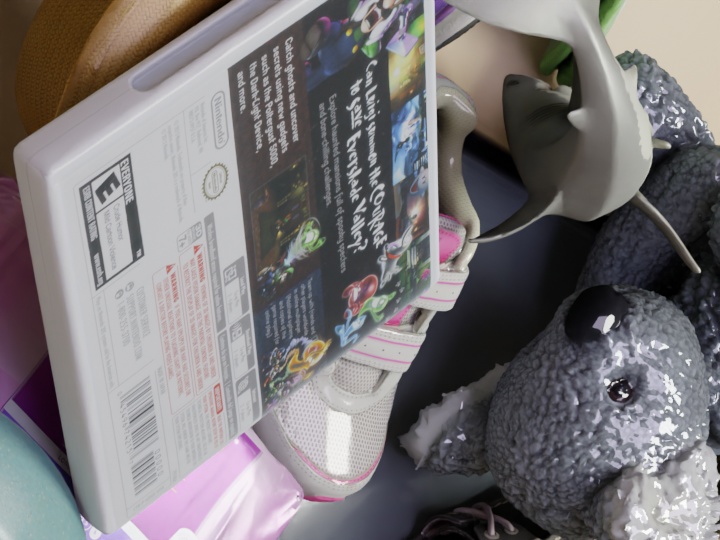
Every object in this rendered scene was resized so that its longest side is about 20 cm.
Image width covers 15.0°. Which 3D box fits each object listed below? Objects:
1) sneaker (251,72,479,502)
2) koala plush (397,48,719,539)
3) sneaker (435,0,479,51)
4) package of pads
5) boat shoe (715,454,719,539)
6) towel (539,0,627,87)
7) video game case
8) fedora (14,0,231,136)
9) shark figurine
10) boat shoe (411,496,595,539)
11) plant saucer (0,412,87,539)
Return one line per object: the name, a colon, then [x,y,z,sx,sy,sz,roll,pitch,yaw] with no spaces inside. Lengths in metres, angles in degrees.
sneaker: [0.000,0.000,1.156,0.081,0.088,0.201,4,92,-39]
koala plush: [0.130,0.045,1.218,0.200,0.177,0.184,-47,144,-28]
sneaker: [0.045,-0.188,1.195,0.083,0.081,0.201,22,78,-16]
package of pads: [-0.123,0.065,1.075,0.121,0.075,0.200,-53,123,-19]
boat shoe: [0.138,0.178,1.244,0.066,0.072,0.201,46,61,-25]
towel: [0.143,-0.188,1.229,0.031,0.149,0.201,31,74,3]
video game case: [-0.041,-0.018,1.004,0.182,0.023,0.201,-37,146,-26]
fedora: [-0.069,-0.067,1.025,0.200,0.082,0.201,-37,146,-31]
shark figurine: [0.076,-0.048,1.100,0.089,0.215,0.129,-30,76,-5]
boat shoe: [0.029,0.143,1.210,0.200,0.067,0.057,-35,120,-26]
plant saucer: [-0.192,0.133,0.999,0.199,0.036,0.201,-8,117,-16]
